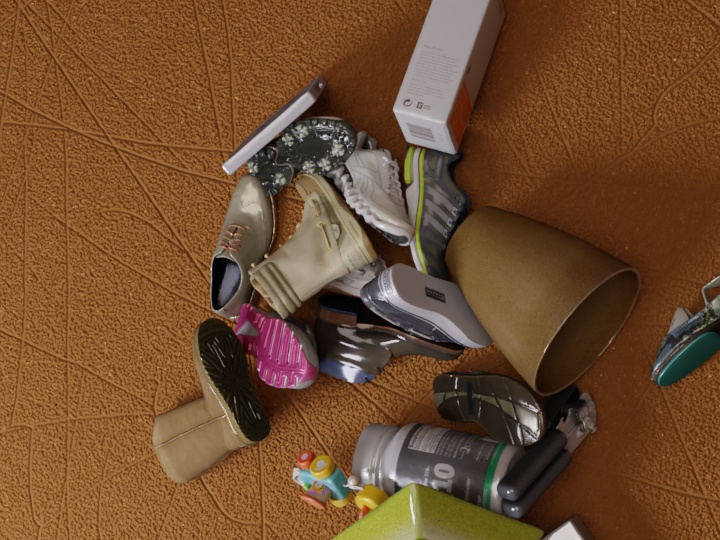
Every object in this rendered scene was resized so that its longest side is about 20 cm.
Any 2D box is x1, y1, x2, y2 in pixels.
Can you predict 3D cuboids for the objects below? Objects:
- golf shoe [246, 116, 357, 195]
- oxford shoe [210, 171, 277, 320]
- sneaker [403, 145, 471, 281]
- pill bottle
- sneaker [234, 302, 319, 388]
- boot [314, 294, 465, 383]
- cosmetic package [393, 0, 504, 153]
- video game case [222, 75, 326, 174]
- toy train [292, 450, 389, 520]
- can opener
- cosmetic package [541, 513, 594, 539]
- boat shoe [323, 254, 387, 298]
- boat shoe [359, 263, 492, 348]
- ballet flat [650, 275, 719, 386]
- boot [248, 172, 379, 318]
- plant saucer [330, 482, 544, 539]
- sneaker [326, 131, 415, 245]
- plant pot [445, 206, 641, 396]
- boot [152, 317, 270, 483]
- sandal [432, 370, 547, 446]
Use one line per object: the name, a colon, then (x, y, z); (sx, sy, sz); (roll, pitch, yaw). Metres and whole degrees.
golf shoe: (-0.065, -0.164, 1.651); (0.199, 0.088, 0.078); (-15, 114, 50)
oxford shoe: (-0.157, -0.034, 1.719); (0.070, 0.074, 0.202); (6, 88, 17)
sneaker: (0.102, -0.064, 1.646); (0.080, 0.074, 0.202); (-7, 86, 12)
pill bottle: (0.097, 0.251, 1.595); (0.198, 0.113, 0.114); (7, 88, 26)
sneaker: (-0.089, 0.096, 1.645); (0.200, 0.088, 0.082); (36, 110, 60)
boot: (0.032, 0.103, 1.667); (0.198, 0.075, 0.098); (17, 112, 13)
cosmetic package: (0.113, -0.260, 1.611); (0.071, 0.101, 0.202); (16, 78, 16)
video game case: (-0.107, -0.188, 1.655); (0.143, 0.200, 0.017); (-40, 99, 11)
toy train: (-0.008, 0.305, 1.599); (0.199, 0.151, 0.056); (31, 59, 7)
can opener: (0.221, 0.215, 1.548); (0.066, 0.200, 0.053); (4, 125, 40)
cosmetic package: (0.274, 0.407, 1.556); (0.101, 0.071, 0.201); (-36, 77, 12)
boat shoe: (0.000, 0.000, 1.670); (0.198, 0.071, 0.070); (13, 90, 19)
boat shoe: (0.082, 0.053, 1.596); (0.068, 0.199, 0.072); (-27, 54, 37)
ballet flat: (0.417, 0.057, 1.550); (0.199, 0.074, 0.074); (-39, 76, 9)
boot: (-0.079, -0.034, 1.645); (0.155, 0.073, 0.200); (-35, 43, -2)
plant saucer: (0.082, 0.339, 1.527); (0.200, 0.198, 0.048); (-42, 34, 40)
sneaker: (0.020, -0.107, 1.634); (0.081, 0.075, 0.200); (-44, 46, 8)
plant pot: (0.203, 0.017, 1.567); (0.200, 0.186, 0.187); (41, 98, 29)
boot: (-0.214, 0.173, 1.675); (0.199, 0.066, 0.177); (-29, 79, 47)
sandal: (0.163, 0.162, 1.585); (0.199, 0.054, 0.083); (1, 96, 57)
